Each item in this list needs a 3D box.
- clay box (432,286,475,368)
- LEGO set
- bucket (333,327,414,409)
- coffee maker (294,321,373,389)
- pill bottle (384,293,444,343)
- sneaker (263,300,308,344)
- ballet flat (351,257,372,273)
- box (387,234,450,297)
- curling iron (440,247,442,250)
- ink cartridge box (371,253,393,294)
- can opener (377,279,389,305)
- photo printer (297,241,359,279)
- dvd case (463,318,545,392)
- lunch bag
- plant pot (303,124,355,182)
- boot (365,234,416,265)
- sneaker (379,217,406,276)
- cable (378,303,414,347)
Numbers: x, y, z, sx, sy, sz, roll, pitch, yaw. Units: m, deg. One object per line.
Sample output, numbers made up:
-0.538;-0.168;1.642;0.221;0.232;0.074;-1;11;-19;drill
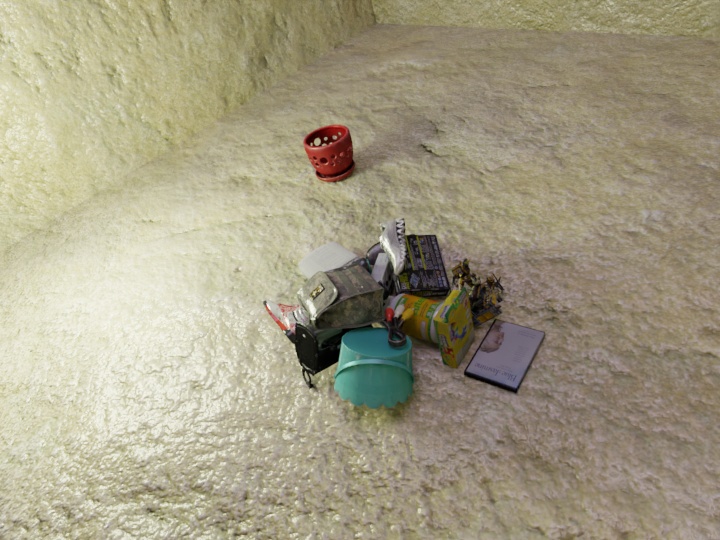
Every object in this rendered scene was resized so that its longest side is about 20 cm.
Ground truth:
0.241;0.142;1.442;0.047;0.201;0.115;14;48;35;clay box
0.328;0.049;1.548;0.116;0.154;0.200;-36;13;37;LEGO set
0.037;0.238;1.405;0.206;0.136;0.207;2;18;-1;bucket
-0.074;0.195;1.557;0.199;0.193;0.135;-19;54;-34;coffee maker
0.146;0.127;1.570;0.199;0.111;0.111;12;48;33;pill bottle
-0.216;0.133;1.741;0.108;0.067;0.201;-39;47;-9;sneaker
0.000;0.000;1.738;0.073;0.200;0.074;-1;82;4;ballet flat
0.170;-0.016;1.690;0.159;0.044;0.201;-2;58;-14;box
0.175;-0.023;1.810;0.199;0.026;0.050;-26;17;-1;curling iron
0.061;0.050;1.702;0.044;0.094;0.201;1;47;24;ink cartridge box
0.010;0.044;1.611;0.079;0.064;0.200;-42;41;-16;can opener
-0.107;-0.018;1.874;0.166;0.070;0.200;-35;36;-18;photo printer
0.373;0.214;1.448;0.142;0.018;0.200;14;50;34;dvd case
-0.058;0.073;1.463;0.199;0.118;0.164;-14;28;-17;lunch bag
-0.120;-0.488;2.353;0.199;0.183;0.201;-12;39;10;plant pot
0.119;-0.059;1.811;0.199;0.070;0.132;-24;22;-3;boot
0.096;-0.067;1.645;0.081;0.075;0.201;-2;53;0;sneaker
0.082;0.135;1.431;0.097;0.051;0.200;2;15;10;cable
